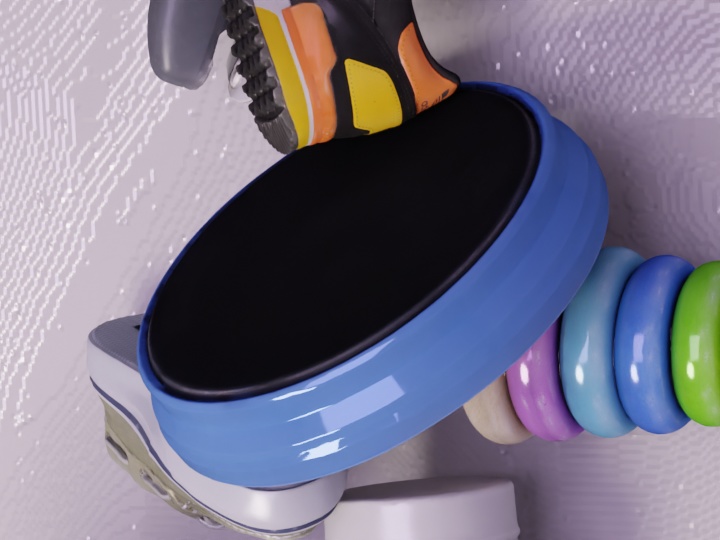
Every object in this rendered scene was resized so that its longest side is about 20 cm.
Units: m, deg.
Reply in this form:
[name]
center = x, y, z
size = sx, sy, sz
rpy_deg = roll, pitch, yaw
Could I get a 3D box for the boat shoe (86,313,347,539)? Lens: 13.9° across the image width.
[boat shoe]
center = -0.058, 0.073, 1.223
size = 0.200, 0.072, 0.062
rpy_deg = -143, 44, -61

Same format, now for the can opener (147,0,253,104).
[can opener]
center = -0.032, -0.164, 1.212
size = 0.053, 0.067, 0.200
rpy_deg = -129, 56, -64

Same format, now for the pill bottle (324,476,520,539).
[pill bottle]
center = 0.032, 0.186, 1.184
size = 0.109, 0.109, 0.200
rpy_deg = -5, 91, 30

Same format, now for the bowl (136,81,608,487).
[bowl]
center = 0.000, 0.000, 1.144
size = 0.201, 0.201, 0.039
rpy_deg = -18, 121, 30

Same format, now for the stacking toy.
[stacking toy]
center = 0.141, 0.031, 1.130
size = 0.200, 0.085, 0.085
rpy_deg = 3, 96, 25

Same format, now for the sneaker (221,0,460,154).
[sneaker]
center = -0.016, -0.150, 1.168
size = 0.090, 0.070, 0.200
rpy_deg = -12, 89, -13
